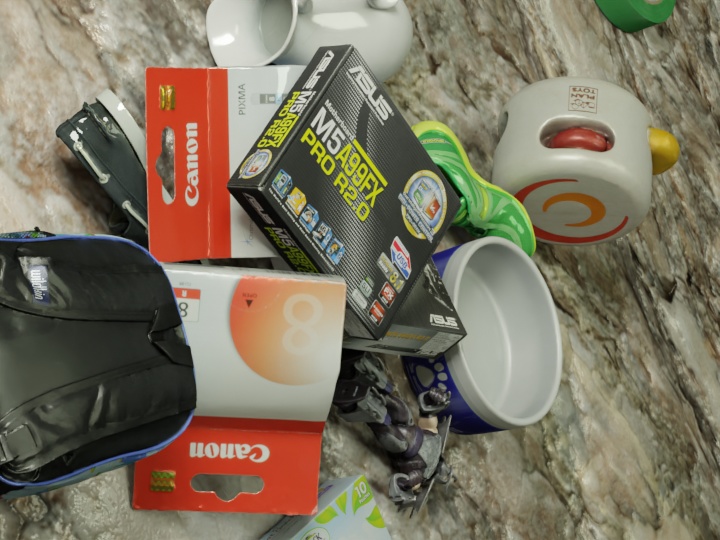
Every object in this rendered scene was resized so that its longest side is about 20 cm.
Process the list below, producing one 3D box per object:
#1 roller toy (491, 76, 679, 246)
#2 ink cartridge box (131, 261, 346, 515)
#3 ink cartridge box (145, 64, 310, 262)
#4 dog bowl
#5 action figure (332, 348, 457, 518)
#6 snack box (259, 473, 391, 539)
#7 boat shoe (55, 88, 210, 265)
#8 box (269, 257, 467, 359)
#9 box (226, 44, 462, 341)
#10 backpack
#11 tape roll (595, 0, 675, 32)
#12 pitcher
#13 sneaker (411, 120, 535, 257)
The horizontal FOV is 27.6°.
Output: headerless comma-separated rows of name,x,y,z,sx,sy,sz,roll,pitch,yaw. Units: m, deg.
roller toy,0.244,-0.129,1.674,0.181,0.199,0.142,30,55,-35
ink cartridge box,-0.100,0.099,1.177,0.160,0.050,0.203,4,92,-13
ink cartridge box,-0.090,-0.090,1.225,0.199,0.047,0.163,-7,99,-48
dog bowl,0.129,0.071,1.554,0.199,0.078,0.203,21,62,-46
action figure,0.040,0.157,1.425,0.200,0.069,0.131,47,41,-35
snack box,-0.040,0.291,1.292,0.200,0.053,0.144,-36,105,-50
boat shoe,-0.187,-0.056,1.221,0.060,0.076,0.201,-34,121,-11
box,0.000,0.000,1.398,0.199,0.048,0.160,12,48,-49
box,-0.008,-0.064,1.250,0.201,0.044,0.161,53,59,-35
backpack,-0.230,0.064,1.055,0.199,0.146,0.186,-8,83,-48
tape roll,0.374,-0.437,2.050,0.199,0.048,0.203,21,62,-46
pitcher,-0.022,-0.241,1.395,0.199,0.170,0.123,-4,77,-50
sneaker,0.110,-0.070,1.586,0.200,0.074,0.084,43,45,-21
